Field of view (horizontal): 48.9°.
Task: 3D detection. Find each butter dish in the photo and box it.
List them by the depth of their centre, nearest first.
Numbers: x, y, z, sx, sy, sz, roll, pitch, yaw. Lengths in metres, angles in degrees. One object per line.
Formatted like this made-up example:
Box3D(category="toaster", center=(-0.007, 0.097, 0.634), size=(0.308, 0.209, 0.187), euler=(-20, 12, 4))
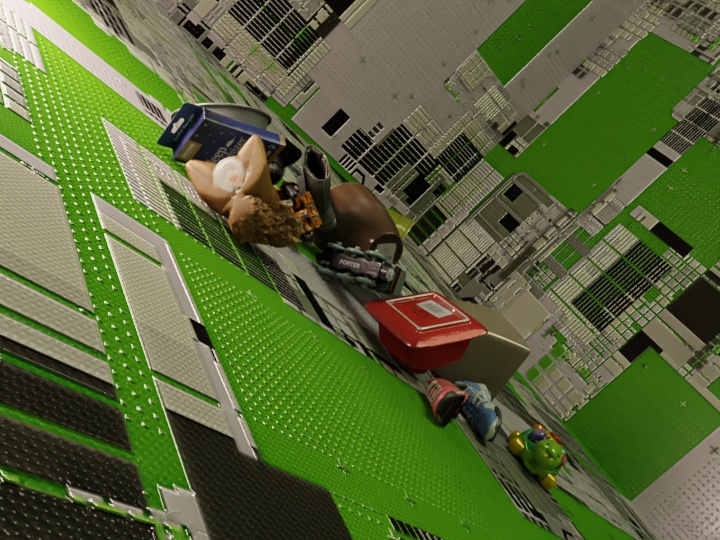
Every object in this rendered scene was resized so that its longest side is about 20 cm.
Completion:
Box3D(category="butter dish", center=(0.126, 0.144, 1.626), size=(0.199, 0.148, 0.200), euler=(-9, 28, -30))

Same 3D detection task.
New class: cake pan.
Box3D(category="cake pan", center=(-0.278, -0.288, 1.586), size=(0.200, 0.200, 0.037), euler=(18, 69, -73))

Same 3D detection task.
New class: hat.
Box3D(category="hat", center=(-0.221, -0.212, 1.639), size=(0.201, 0.200, 0.081), euler=(29, 57, -64))

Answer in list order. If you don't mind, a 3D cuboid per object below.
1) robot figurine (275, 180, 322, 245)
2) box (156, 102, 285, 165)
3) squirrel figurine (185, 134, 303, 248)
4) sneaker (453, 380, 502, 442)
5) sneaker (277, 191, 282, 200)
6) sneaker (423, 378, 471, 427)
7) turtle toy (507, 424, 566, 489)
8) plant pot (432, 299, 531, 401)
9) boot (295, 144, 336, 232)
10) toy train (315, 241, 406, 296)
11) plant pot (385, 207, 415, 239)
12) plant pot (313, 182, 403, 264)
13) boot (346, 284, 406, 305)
Box3D(category="robot figurine", center=(-0.134, -0.131, 1.701), size=(0.145, 0.058, 0.200), euler=(69, -12, -15))
Box3D(category="box", center=(-0.250, -0.225, 1.423), size=(0.200, 0.121, 0.032), euler=(15, 50, -35))
Box3D(category="squirrel figurine", center=(-0.188, -0.115, 1.410), size=(0.200, 0.141, 0.187), euler=(64, 3, 19))
Box3D(category="sneaker", center=(0.254, 0.309, 1.747), size=(0.077, 0.076, 0.200), euler=(20, 15, -15))
Box3D(category="sneaker", center=(-0.199, -0.145, 1.587), size=(0.079, 0.075, 0.200), euler=(52, 10, 24))
Box3D(category="sneaker", center=(0.154, 0.250, 1.546), size=(0.087, 0.074, 0.200), euler=(34, 1, 16))
Box3D(category="turtle toy", center=(0.428, 0.429, 1.865), size=(0.146, 0.101, 0.200), euler=(47, 8, 8))
Box3D(category="plant pot", center=(0.250, 0.185, 1.910), size=(0.177, 0.200, 0.200), euler=(28, 16, -25))
Box3D(category="boot", center=(-0.105, -0.197, 1.719), size=(0.182, 0.073, 0.200), euler=(56, -9, 32))
Box3D(category="toy train", center=(0.000, 0.000, 1.676), size=(0.200, 0.085, 0.114), euler=(13, -12, 38))
Box3D(category="plant pot", center=(0.014, -0.105, 2.153), size=(0.193, 0.200, 0.200), euler=(34, 8, 1))
Box3D(category="plant pot", center=(0.009, -0.080, 1.818), size=(0.187, 0.187, 0.200), euler=(39, 2, -39))
Box3D(category="boot", center=(0.040, 0.041, 1.811), size=(0.200, 0.096, 0.074), euler=(47, 8, 5))
